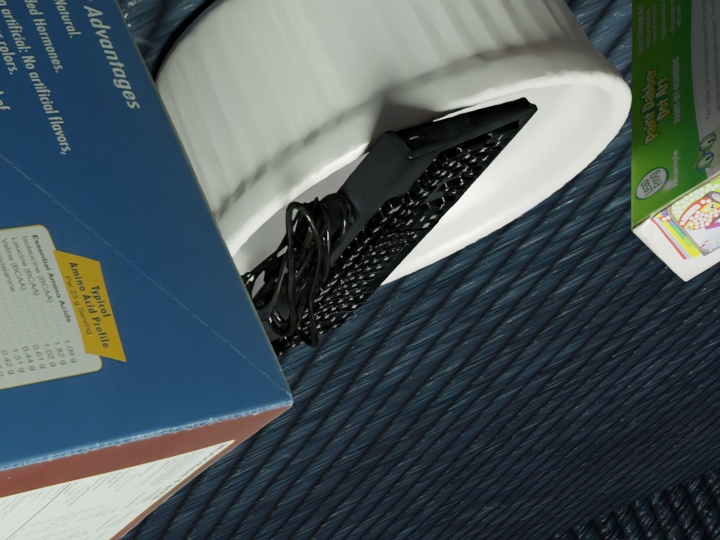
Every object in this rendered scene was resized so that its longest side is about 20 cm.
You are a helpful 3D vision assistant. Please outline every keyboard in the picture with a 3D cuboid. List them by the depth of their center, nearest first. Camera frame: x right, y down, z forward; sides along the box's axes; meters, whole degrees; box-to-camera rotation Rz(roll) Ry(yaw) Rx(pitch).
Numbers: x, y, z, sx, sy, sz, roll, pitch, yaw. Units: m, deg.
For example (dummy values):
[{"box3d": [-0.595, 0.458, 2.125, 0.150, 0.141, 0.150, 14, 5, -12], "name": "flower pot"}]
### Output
[{"box3d": [0.000, 0.000, 0.922, 0.104, 0.040, 0.200, -17, 162, -30], "name": "keyboard"}]

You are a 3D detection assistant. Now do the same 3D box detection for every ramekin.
[{"box3d": [0.007, -0.070, 0.960, 0.200, 0.098, 0.201, -24, 164, -7], "name": "ramekin"}]

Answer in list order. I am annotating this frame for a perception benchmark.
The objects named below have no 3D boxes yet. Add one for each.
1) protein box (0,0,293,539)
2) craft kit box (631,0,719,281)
[{"box3d": [-0.165, 0.001, 0.725, 0.199, 0.199, 0.135, -9, 158, -46], "name": "protein box"}, {"box3d": [0.208, -0.116, 0.994, 0.197, 0.201, 0.049, -31, 119, 29], "name": "craft kit box"}]
